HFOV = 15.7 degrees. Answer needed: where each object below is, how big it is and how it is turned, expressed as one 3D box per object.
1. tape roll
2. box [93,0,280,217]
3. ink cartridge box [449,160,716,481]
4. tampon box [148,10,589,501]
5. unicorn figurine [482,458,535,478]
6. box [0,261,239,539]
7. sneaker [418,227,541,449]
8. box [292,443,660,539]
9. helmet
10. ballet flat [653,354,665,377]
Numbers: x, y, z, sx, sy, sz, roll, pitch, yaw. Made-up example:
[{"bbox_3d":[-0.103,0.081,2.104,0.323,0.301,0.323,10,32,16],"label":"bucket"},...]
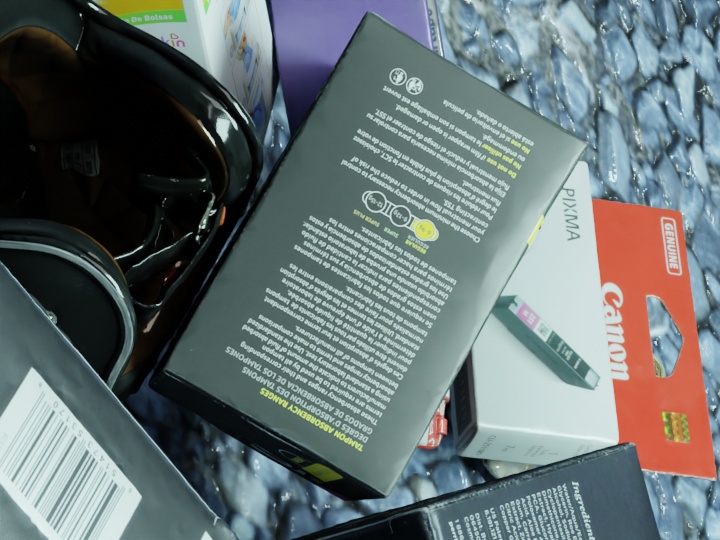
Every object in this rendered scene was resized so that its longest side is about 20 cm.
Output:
[{"bbox_3d":[0.004,-0.115,1.471,0.200,0.085,0.200,-9,90,-85],"label":"tape roll"},{"bbox_3d":[-0.114,-0.131,1.309,0.200,0.112,0.101,81,17,-51],"label":"box"},{"bbox_3d":[0.137,0.026,1.589,0.173,0.044,0.200,7,58,-17],"label":"ink cartridge box"},{"bbox_3d":[0.000,0.000,1.291,0.126,0.150,0.200,30,82,-3],"label":"tampon box"},{"bbox_3d":[0.115,0.171,1.548,0.200,0.074,0.137,38,33,9],"label":"unicorn figurine"},{"bbox_3d":[-0.193,0.111,1.090,0.197,0.200,0.117,52,39,-22],"label":"box"},{"bbox_3d":[0.036,0.042,1.498,0.201,0.067,0.108,-24,93,-32],"label":"sneaker"},{"bbox_3d":[0.029,0.179,1.334,0.200,0.197,0.118,-11,83,-54],"label":"box"},{"bbox_3d":[-0.163,-0.038,1.205,0.191,0.200,0.200,31,42,2],"label":"helmet"},{"bbox_3d":[0.121,0.037,1.648,0.200,0.062,0.067,27,53,-43],"label":"ballet flat"}]
